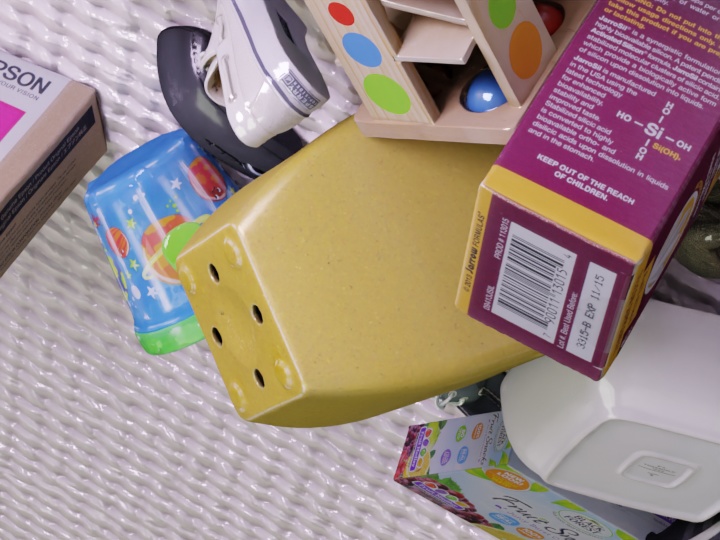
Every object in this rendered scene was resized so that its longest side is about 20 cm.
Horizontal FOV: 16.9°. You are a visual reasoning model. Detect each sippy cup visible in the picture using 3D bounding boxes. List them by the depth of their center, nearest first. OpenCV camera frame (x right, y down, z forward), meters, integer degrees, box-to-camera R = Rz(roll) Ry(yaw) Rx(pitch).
[{"bbox_3d":[-0.135,-0.028,1.794,0.177,0.140,0.131,-15,111,49],"label":"sippy cup"}]

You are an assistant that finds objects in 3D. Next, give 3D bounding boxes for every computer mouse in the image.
[{"bbox_3d":[-0.065,-0.091,1.720,0.140,0.046,0.200,-1,135,47],"label":"computer mouse"}]

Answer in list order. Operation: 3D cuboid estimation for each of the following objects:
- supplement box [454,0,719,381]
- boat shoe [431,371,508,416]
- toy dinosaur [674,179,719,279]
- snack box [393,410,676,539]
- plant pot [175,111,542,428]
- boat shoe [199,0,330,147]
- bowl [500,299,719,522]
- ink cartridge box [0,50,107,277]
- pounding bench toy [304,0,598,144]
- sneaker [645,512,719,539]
[{"bbox_3d":[0.148,-0.060,1.401,0.103,0.201,0.131,26,149,12],"label":"supplement box"},{"bbox_3d":[0.057,0.073,1.819,0.073,0.062,0.200,-11,128,50],"label":"boat shoe"},{"bbox_3d":[0.205,-0.035,1.530,0.199,0.077,0.102,19,159,17],"label":"toy dinosaur"},{"bbox_3d":[0.145,0.173,1.837,0.199,0.053,0.142,30,154,-28],"label":"snack box"},{"bbox_3d":[0.000,0.000,1.554,0.194,0.199,0.197,-27,85,63],"label":"plant pot"},{"bbox_3d":[-0.072,-0.138,1.534,0.071,0.070,0.200,44,-167,-31],"label":"boat shoe"},{"bbox_3d":[0.205,0.104,1.643,0.198,0.075,0.200,15,151,-13],"label":"bowl"},{"bbox_3d":[-0.321,-0.097,1.847,0.199,0.165,0.075,22,146,19],"label":"ink cartridge box"},{"bbox_3d":[0.022,-0.166,1.452,0.199,0.125,0.156,6,140,40],"label":"pounding bench toy"},{"bbox_3d":[0.272,0.178,1.736,0.199,0.083,0.072,-32,123,25],"label":"sneaker"}]
